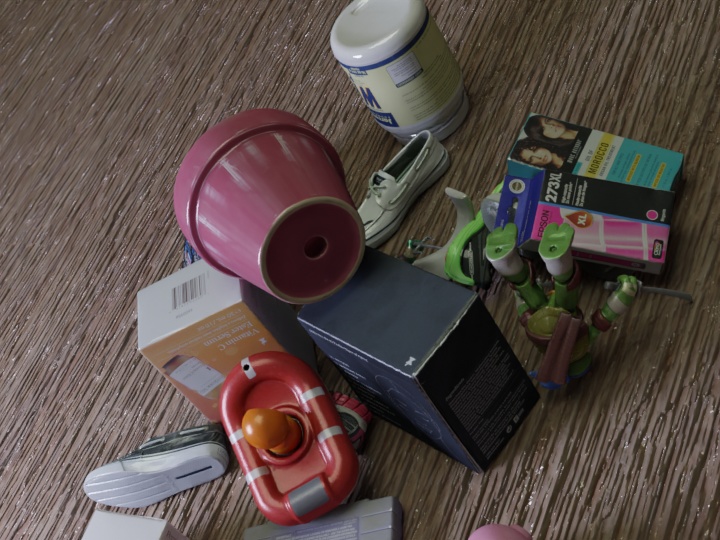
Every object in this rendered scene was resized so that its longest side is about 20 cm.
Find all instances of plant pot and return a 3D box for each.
[{"bbox_3d":[-0.089,-0.060,1.338,0.200,0.200,0.179,-40,38,-3],"label":"plant pot"}]

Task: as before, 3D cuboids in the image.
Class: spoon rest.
[{"bbox_3d":[0.088,-0.006,1.546,0.099,0.061,0.201,29,86,47],"label":"spoon rest"}]

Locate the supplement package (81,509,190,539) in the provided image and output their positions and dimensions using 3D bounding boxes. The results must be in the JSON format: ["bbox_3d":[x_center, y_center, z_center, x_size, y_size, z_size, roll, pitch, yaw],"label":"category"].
[{"bbox_3d":[-0.273,0.396,1.374,0.119,0.121,0.201,0,54,34],"label":"supplement package"}]

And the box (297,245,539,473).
[{"bbox_3d":[0.066,0.097,1.352,0.199,0.197,0.124,24,69,44],"label":"box"}]

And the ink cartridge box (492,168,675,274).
[{"bbox_3d":[0.256,-0.061,1.376,0.199,0.037,0.095,10,66,12],"label":"ink cartridge box"}]

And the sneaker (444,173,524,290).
[{"bbox_3d":[0.185,-0.051,1.512,0.084,0.077,0.200,33,68,14],"label":"sneaker"}]

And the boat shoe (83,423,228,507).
[{"bbox_3d":[-0.260,0.251,1.546,0.199,0.072,0.071,-14,37,10],"label":"boat shoe"}]

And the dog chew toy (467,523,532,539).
[{"bbox_3d":[0.103,0.334,1.180,0.124,0.125,0.200,19,57,43],"label":"dog chew toy"}]

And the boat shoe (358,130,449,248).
[{"bbox_3d":[0.038,-0.114,1.658,0.200,0.067,0.073,-50,43,-13],"label":"boat shoe"}]

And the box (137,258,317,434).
[{"bbox_3d":[-0.165,0.089,1.515,0.152,0.200,0.107,-26,42,13],"label":"box"}]

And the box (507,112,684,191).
[{"bbox_3d":[0.287,-0.126,1.464,0.199,0.049,0.083,19,63,21],"label":"box"}]

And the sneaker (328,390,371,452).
[{"bbox_3d":[-0.086,0.189,1.463,0.199,0.081,0.075,-3,54,32],"label":"sneaker"}]

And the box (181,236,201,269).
[{"bbox_3d":[-0.201,-0.010,1.643,0.049,0.199,0.200,-3,36,-21],"label":"box"}]

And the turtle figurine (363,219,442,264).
[{"bbox_3d":[0.000,0.000,1.490,0.199,0.149,0.101,-7,77,49],"label":"turtle figurine"}]

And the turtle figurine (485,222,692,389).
[{"bbox_3d":[0.228,0.011,1.324,0.200,0.194,0.144,-41,39,-8],"label":"turtle figurine"}]

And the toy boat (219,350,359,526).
[{"bbox_3d":[-0.093,0.182,1.355,0.130,0.131,0.201,-31,63,6],"label":"toy boat"}]

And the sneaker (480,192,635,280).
[{"bbox_3d":[0.243,-0.053,1.440,0.199,0.071,0.080,20,49,13],"label":"sneaker"}]

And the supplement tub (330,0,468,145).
[{"bbox_3d":[0.060,-0.286,1.696,0.144,0.200,0.146,-19,45,19],"label":"supplement tub"}]

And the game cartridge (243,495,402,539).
[{"bbox_3d":[-0.046,0.331,1.345,0.199,0.038,0.130,-17,42,22],"label":"game cartridge"}]
